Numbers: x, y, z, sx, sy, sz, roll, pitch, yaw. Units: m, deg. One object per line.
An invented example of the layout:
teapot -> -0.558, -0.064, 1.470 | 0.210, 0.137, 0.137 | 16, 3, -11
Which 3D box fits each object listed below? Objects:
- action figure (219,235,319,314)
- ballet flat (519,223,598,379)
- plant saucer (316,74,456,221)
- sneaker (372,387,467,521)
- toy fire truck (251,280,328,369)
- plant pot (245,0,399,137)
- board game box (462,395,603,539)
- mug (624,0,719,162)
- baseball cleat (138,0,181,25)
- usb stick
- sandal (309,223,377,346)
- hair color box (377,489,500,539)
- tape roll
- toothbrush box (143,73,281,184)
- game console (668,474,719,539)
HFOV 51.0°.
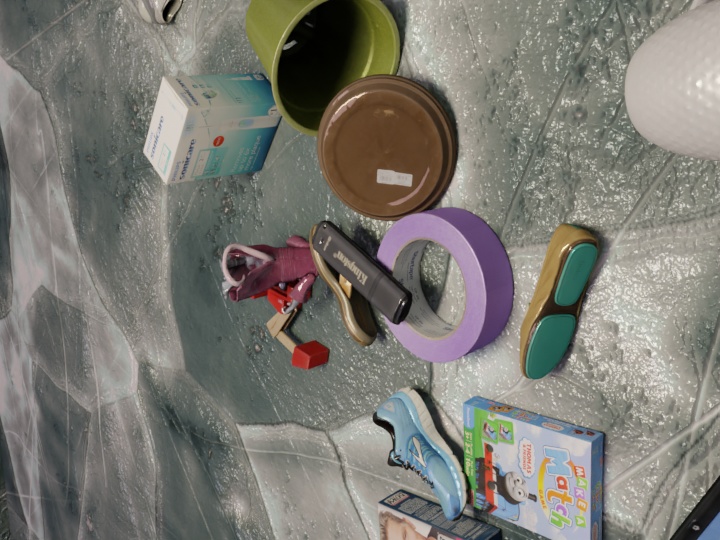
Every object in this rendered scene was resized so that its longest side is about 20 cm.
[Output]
action figure -> -0.123, -0.017, 1.189 | 0.150, 0.195, 0.137 | 108, 153, -65
ballet flat -> 0.236, 0.037, 0.922 | 0.063, 0.067, 0.204 | -119, 40, -56
plant saucer -> 0.032, -0.160, 1.023 | 0.195, 0.030, 0.205 | 5, 114, 12
sneaker -> 0.082, 0.277, 1.100 | 0.202, 0.088, 0.079 | 57, 158, 25
toy fire truck -> -0.135, 0.072, 1.318 | 0.198, 0.048, 0.144 | 23, 116, 40
plant pot -> -0.073, -0.325, 1.069 | 0.190, 0.196, 0.203 | 50, 132, 42
board game box -> 0.224, 0.266, 1.001 | 0.197, 0.036, 0.155 | 9, 107, 45
mug -> 0.347, -0.197, 0.688 | 0.174, 0.146, 0.205 | 6, 75, 52
baseball cleat -> -0.368, -0.561, 1.394 | 0.105, 0.069, 0.204 | 21, 122, 30
usb stick -> 0.000, 0.000, 1.076 | 0.200, 0.032, 0.056 | 43, 127, 32
sandal -> -0.015, 0.016, 1.162 | 0.053, 0.080, 0.204 | -29, 81, 30
hair color box -> 0.116, 0.414, 1.138 | 0.197, 0.060, 0.103 | 7, 105, 46
tape roll -> 0.110, 0.019, 1.035 | 0.197, 0.065, 0.205 | 15, 111, 43
toothbrush box -> -0.238, -0.235, 1.235 | 0.086, 0.197, 0.148 | 49, 130, 24
game console -> 0.410, 0.290, 0.757 | 0.173, 0.031, 0.203 | 22, 121, 4
